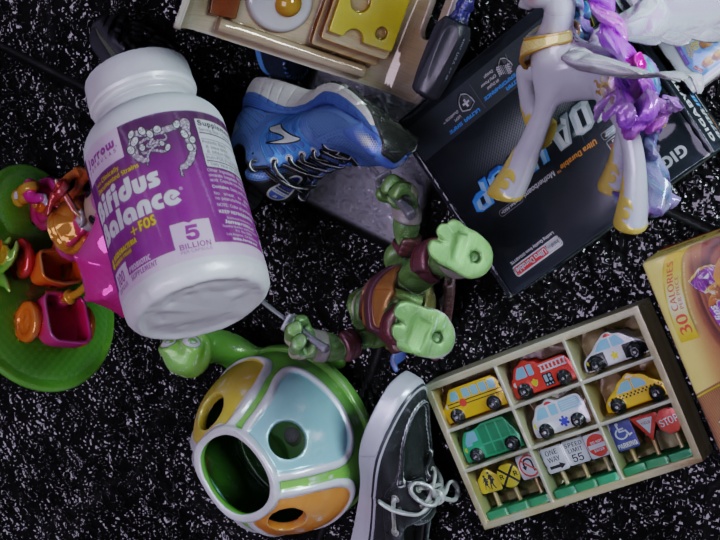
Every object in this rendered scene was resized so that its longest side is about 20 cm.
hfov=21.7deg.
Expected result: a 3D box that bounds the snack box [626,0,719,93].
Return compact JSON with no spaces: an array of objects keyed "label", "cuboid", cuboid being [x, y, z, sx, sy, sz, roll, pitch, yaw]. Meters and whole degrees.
[{"label":"snack box","cuboid":[0.202,-0.225,1.300,0.072,0.024,0.201,-36,85,20]}]

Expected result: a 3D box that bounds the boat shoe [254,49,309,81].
[{"label":"boat shoe","cuboid":[-0.034,-0.235,1.405,0.068,0.084,0.202,18,115,23]}]

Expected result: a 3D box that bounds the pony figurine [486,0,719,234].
[{"label":"pony figurine","cuboid":[0.165,-0.131,1.243,0.192,0.166,0.201,17,125,31]}]

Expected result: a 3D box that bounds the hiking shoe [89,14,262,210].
[{"label":"hiking shoe","cuboid":[-0.170,-0.111,1.521,0.100,0.076,0.201,-37,85,29]}]

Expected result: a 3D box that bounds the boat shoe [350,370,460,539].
[{"label":"boat shoe","cuboid":[0.037,0.173,1.477,0.068,0.073,0.201,25,121,25]}]

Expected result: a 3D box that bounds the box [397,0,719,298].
[{"label":"box","cuboid":[0.143,-0.100,1.363,0.200,0.046,0.160,-37,84,32]}]

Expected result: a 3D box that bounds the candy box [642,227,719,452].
[{"label":"candy box","cuboid":[0.292,0.063,1.320,0.116,0.056,0.201,-21,92,32]}]

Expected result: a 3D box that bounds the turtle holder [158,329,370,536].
[{"label":"turtle holder","cuboid":[-0.072,0.123,1.500,0.140,0.132,0.187,-9,100,32]}]

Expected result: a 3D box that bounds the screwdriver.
[{"label":"screwdriver","cuboid":[0.083,-0.218,1.351,0.028,0.029,0.201,40,113,60]}]

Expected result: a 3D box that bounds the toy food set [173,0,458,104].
[{"label":"toy food set","cuboid":[-0.022,-0.213,1.343,0.199,0.060,0.145,16,101,-22]}]

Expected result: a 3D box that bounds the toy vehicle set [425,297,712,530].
[{"label":"toy vehicle set","cuboid":[0.155,0.112,1.429,0.199,0.026,0.125,-23,92,33]}]

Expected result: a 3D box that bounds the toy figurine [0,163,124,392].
[{"label":"toy figurine","cuboid":[-0.217,-0.022,1.522,0.183,0.149,0.202,-26,66,44]}]

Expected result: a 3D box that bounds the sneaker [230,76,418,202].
[{"label":"sneaker","cuboid":[-0.033,-0.087,1.398,0.199,0.078,0.090,10,70,55]}]

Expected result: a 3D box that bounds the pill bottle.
[{"label":"pill bottle","cuboid":[-0.144,-0.060,1.394,0.112,0.112,0.201,-33,63,32]}]

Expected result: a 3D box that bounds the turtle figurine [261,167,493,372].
[{"label":"turtle figurine","cuboid":[0.000,0.000,1.390,0.201,0.143,0.194,64,159,-10]}]
